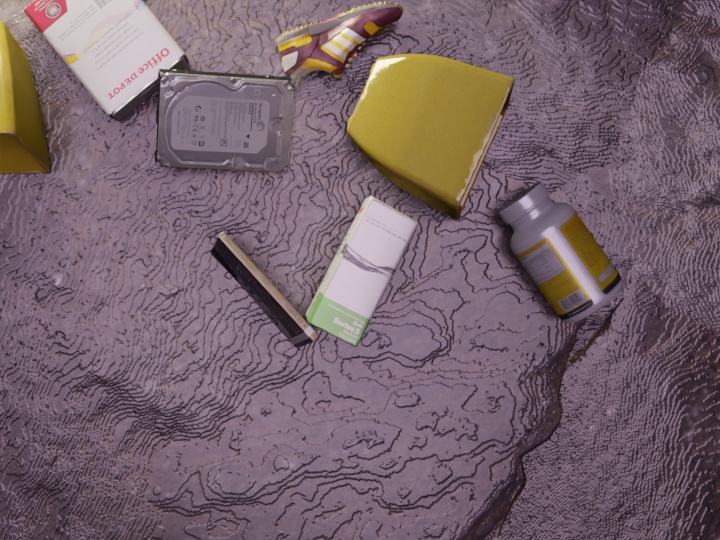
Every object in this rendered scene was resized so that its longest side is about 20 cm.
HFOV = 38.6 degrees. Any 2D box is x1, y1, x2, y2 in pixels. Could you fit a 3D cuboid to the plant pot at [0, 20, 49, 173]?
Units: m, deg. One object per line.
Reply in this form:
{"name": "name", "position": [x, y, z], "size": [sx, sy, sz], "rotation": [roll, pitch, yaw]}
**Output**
{"name": "plant pot", "position": [-0.562, -0.250, 1.468], "size": [0.198, 0.200, 0.178], "rotation": [0, 80, -3]}

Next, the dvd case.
{"name": "dvd case", "position": [-0.144, 0.033, 1.509], "size": [0.016, 0.149, 0.200], "rotation": [-43, 93, -15]}

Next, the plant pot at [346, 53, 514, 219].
{"name": "plant pot", "position": [0.093, -0.211, 1.502], "size": [0.198, 0.194, 0.197], "rotation": [25, 90, 6]}

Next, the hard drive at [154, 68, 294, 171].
{"name": "hard drive", "position": [-0.200, -0.219, 1.517], "size": [0.198, 0.038, 0.141], "rotation": [1, 110, -18]}

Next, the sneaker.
{"name": "sneaker", "position": [-0.024, -0.340, 1.551], "size": [0.198, 0.075, 0.091], "rotation": [-18, 100, 4]}

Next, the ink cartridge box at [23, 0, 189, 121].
{"name": "ink cartridge box", "position": [-0.372, -0.345, 1.520], "size": [0.147, 0.086, 0.201], "rotation": [-38, 95, -2]}

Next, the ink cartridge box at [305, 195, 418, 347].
{"name": "ink cartridge box", "position": [0.000, 0.000, 1.516], "size": [0.083, 0.145, 0.201], "rotation": [27, 90, -4]}

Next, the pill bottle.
{"name": "pill bottle", "position": [0.296, -0.029, 1.549], "size": [0.112, 0.112, 0.201], "rotation": [-35, 93, -2]}
